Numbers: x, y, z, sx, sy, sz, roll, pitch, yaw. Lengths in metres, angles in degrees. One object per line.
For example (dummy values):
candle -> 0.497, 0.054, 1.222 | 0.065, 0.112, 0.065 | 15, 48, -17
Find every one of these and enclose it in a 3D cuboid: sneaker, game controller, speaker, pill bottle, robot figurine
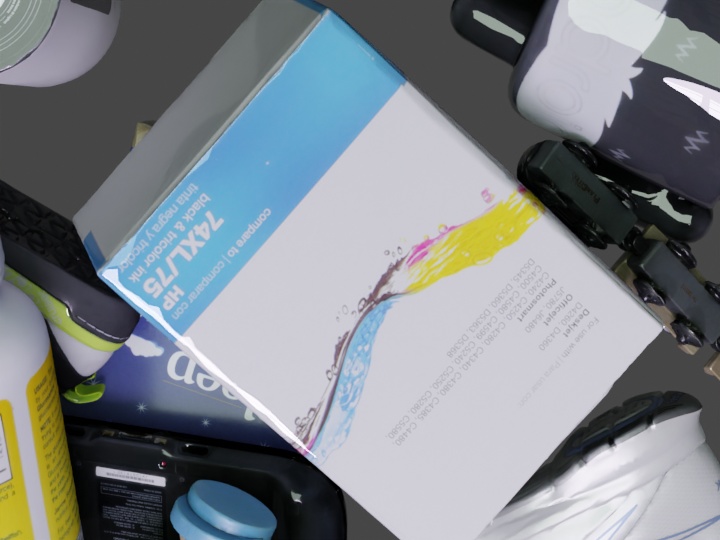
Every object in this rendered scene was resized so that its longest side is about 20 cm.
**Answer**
sneaker -> -0.193, -0.005, 1.216 | 0.200, 0.072, 0.083 | 36, 112, -10
game controller -> -0.103, 0.119, 1.255 | 0.199, 0.042, 0.105 | 8, 112, 12
speaker -> -0.155, -0.121, 1.177 | 0.081, 0.200, 0.082 | 0, 92, 2
sneaker -> 0.083, 0.135, 1.239 | 0.199, 0.075, 0.087 | -29, 97, 9
pill bottle -> -0.183, 0.072, 1.163 | 0.112, 0.113, 0.201 | -2, 117, 7
robot figurine -> 0.143, -0.100, 1.184 | 0.199, 0.150, 0.125 | 26, 70, 4

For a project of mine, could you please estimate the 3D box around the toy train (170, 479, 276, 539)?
toy train -> -0.044, 0.185, 1.147 | 0.084, 0.200, 0.116 | 9, 112, -35

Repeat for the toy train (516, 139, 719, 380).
toy train -> 0.141, 0.012, 1.206 | 0.200, 0.046, 0.034 | 43, 78, -21

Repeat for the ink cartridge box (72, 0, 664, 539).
ink cartridge box -> 0.000, 0.000, 1.166 | 0.200, 0.147, 0.146 | 42, 91, -14

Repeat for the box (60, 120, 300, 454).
box -> -0.076, 0.043, 1.268 | 0.121, 0.032, 0.201 | 19, 98, 4
